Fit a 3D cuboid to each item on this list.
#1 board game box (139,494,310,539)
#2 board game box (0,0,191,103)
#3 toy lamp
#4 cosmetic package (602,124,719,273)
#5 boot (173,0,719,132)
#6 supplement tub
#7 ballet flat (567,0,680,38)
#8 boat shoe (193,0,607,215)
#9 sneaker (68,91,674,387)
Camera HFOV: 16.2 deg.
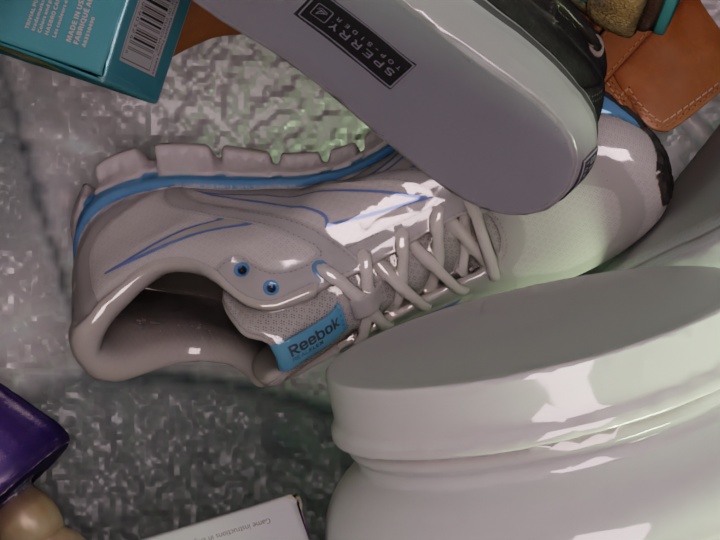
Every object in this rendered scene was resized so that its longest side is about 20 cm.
[{"bbox_3d":[-0.042,0.182,0.714,0.104,0.103,0.201,-15,75,-19],"label":"board game box"},{"bbox_3d":[-0.133,-0.154,0.777,0.199,0.047,0.152,19,90,18],"label":"board game box"},{"bbox_3d":[-0.079,0.112,0.816,0.058,0.058,0.200,-40,88,-4],"label":"toy lamp"},{"bbox_3d":[0.213,-0.025,0.773,0.167,0.166,0.200,43,71,-6],"label":"cosmetic package"},{"bbox_3d":[0.016,-0.075,0.821,0.199,0.074,0.155,-33,99,-2],"label":"boot"},{"bbox_3d":[0.070,0.111,0.723,0.144,0.145,0.201,-14,100,-6],"label":"supplement tub"},{"bbox_3d":[0.102,-0.149,0.795,0.071,0.071,0.200,39,51,-6],"label":"ballet flat"},{"bbox_3d":[-0.008,-0.096,0.721,0.200,0.069,0.057,42,45,-18],"label":"boat shoe"},{"bbox_3d":[0.000,0.000,0.785,0.199,0.087,0.075,-12,125,15],"label":"sneaker"}]
